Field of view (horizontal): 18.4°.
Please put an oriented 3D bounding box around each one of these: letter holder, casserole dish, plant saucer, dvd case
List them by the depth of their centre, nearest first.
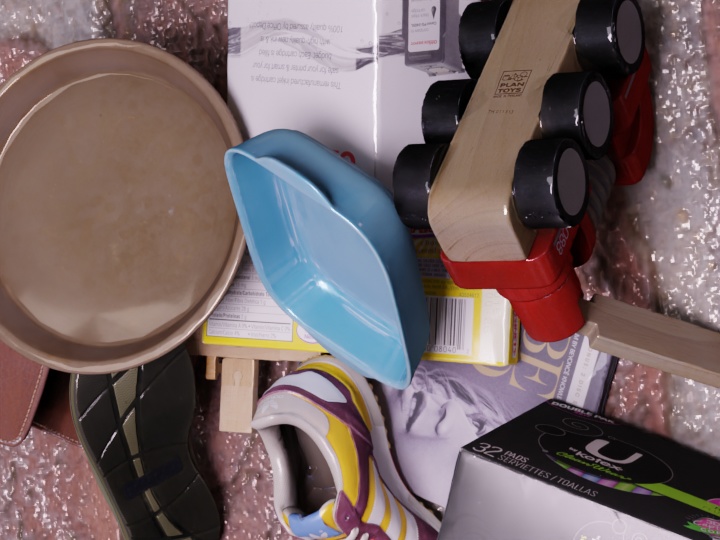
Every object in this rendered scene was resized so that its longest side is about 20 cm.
[{"bbox_3d":[-0.012,-0.010,1.236,0.121,0.200,0.039,34,68,26],"label":"casserole dish"},{"bbox_3d":[-0.153,-0.038,1.322,0.199,0.029,0.201,-2,83,19],"label":"plant saucer"},{"bbox_3d":[0.052,0.066,1.337,0.200,0.016,0.149,22,106,26],"label":"dvd case"},{"bbox_3d":[-0.177,0.013,1.415,0.142,0.101,0.201,20,106,25],"label":"letter holder"}]

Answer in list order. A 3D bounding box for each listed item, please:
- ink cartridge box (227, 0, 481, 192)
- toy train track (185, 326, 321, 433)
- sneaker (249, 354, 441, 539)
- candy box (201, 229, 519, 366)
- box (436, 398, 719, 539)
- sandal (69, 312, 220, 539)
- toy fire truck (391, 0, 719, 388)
[{"bbox_3d":[-0.005,-0.146,1.282,0.145,0.083,0.201,11,103,51],"label":"ink cartridge box"},{"bbox_3d":[-0.067,0.000,1.389,0.114,0.033,0.201,3,91,26],"label":"toy train track"},{"bbox_3d":[-0.005,0.154,1.319,0.075,0.090,0.200,-25,97,34],"label":"sneaker"},{"bbox_3d":[0.000,0.000,1.326,0.199,0.026,0.103,4,88,23],"label":"candy box"},{"bbox_3d":[0.153,0.170,1.207,0.200,0.148,0.125,19,105,21],"label":"box"},{"bbox_3d":[-0.141,0.106,1.395,0.057,0.080,0.201,44,148,52],"label":"sandal"},{"bbox_3d":[0.128,-0.034,1.223,0.128,0.176,0.200,-1,137,29],"label":"toy fire truck"}]
